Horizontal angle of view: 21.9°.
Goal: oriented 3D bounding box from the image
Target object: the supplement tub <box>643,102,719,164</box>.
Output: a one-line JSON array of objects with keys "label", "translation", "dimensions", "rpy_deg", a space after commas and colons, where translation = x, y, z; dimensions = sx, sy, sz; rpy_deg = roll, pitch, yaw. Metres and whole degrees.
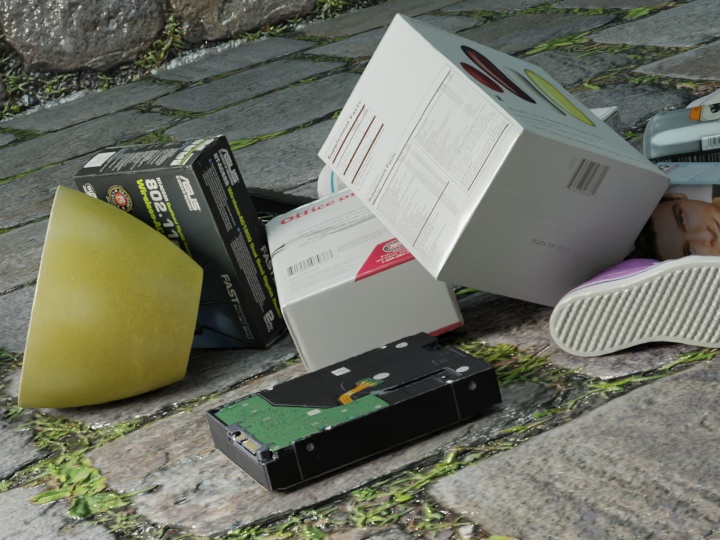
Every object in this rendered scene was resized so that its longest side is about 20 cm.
[{"label": "supplement tub", "translation": [0.366, -0.098, 1.691], "dimensions": [0.199, 0.123, 0.123], "rpy_deg": [-8, 16, 19]}]

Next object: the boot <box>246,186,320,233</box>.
[{"label": "boot", "translation": [-0.127, -0.028, 1.961], "dimensions": [0.210, 0.080, 0.158], "rpy_deg": [0, 20, 40]}]

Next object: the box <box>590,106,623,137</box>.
[{"label": "box", "translation": [0.202, -0.118, 2.026], "dimensions": [0.116, 0.060, 0.200], "rpy_deg": [-5, 18, 29]}]

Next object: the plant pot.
[{"label": "plant pot", "translation": [-0.219, 0.035, 1.668], "dimensions": [0.141, 0.201, 0.200], "rpy_deg": [10, 13, -8]}]

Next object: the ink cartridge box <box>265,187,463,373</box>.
[{"label": "ink cartridge box", "translation": [0.000, 0.000, 1.661], "dimensions": [0.145, 0.084, 0.200], "rpy_deg": [-22, 23, 2]}]

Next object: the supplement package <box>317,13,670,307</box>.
[{"label": "supplement package", "translation": [0.111, -0.088, 1.571], "dimensions": [0.191, 0.148, 0.200], "rpy_deg": [13, 24, -42]}]

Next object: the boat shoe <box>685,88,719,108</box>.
[{"label": "boat shoe", "translation": [0.440, -0.191, 2.047], "dimensions": [0.086, 0.075, 0.202], "rpy_deg": [1, 23, 45]}]

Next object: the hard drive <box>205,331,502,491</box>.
[{"label": "hard drive", "translation": [-0.007, 0.108, 1.451], "dimensions": [0.199, 0.038, 0.140], "rpy_deg": [-19, 16, -19]}]

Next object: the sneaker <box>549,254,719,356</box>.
[{"label": "sneaker", "translation": [0.260, 0.013, 1.492], "dimensions": [0.200, 0.073, 0.114], "rpy_deg": [-5, 15, 30]}]

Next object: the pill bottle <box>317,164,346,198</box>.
[{"label": "pill bottle", "translation": [0.034, -0.095, 1.973], "dimensions": [0.110, 0.111, 0.200], "rpy_deg": [-23, 10, -31]}]

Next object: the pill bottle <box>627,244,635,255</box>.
[{"label": "pill bottle", "translation": [0.197, -0.076, 1.779], "dimensions": [0.113, 0.114, 0.200], "rpy_deg": [-15, 15, -5]}]

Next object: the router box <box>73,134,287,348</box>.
[{"label": "router box", "translation": [-0.163, -0.022, 1.743], "dimensions": [0.149, 0.201, 0.062], "rpy_deg": [-4, 29, 35]}]

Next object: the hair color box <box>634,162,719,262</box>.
[{"label": "hair color box", "translation": [0.321, -0.036, 1.554], "dimensions": [0.060, 0.100, 0.199], "rpy_deg": [-27, 20, -38]}]
